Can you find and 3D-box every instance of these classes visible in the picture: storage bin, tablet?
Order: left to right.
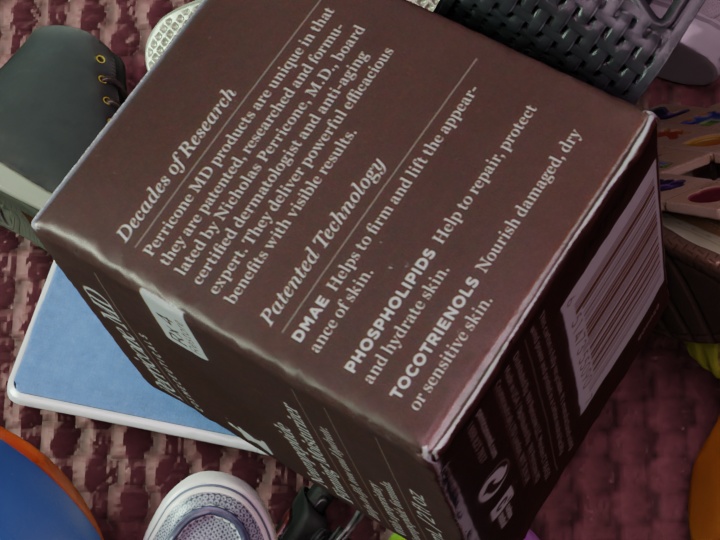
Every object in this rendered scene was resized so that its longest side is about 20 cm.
[{"bbox_3d":[-0.071,0.032,0.885,0.198,0.014,0.131,10,56,6],"label":"tablet"},{"bbox_3d":[0.104,-0.144,0.781,0.093,0.200,0.136,34,86,-1],"label":"storage bin"}]

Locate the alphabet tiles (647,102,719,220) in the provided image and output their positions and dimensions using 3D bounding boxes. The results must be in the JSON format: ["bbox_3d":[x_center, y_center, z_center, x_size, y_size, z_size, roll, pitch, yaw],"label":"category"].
[{"bbox_3d":[0.184,-0.066,0.839,0.199,0.167,0.008,-21,109,-31],"label":"alphabet tiles"}]

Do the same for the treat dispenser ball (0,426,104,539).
[{"bbox_3d":[-0.209,0.162,0.774,0.199,0.201,0.203,-1,74,3],"label":"treat dispenser ball"}]

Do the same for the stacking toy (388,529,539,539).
[{"bbox_3d":[0.046,0.149,0.831,0.109,0.116,0.201,25,63,4],"label":"stacking toy"}]

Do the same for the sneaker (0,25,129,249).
[{"bbox_3d":[-0.127,-0.057,0.883,0.199,0.075,0.106,29,69,19],"label":"sneaker"}]

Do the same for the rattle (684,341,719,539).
[{"bbox_3d":[0.259,0.055,0.859,0.199,0.130,0.144,-16,97,-35],"label":"rattle"}]

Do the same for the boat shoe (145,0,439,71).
[{"bbox_3d":[-0.015,-0.115,0.914,0.198,0.062,0.075,-5,89,3],"label":"boat shoe"}]

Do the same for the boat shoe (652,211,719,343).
[{"bbox_3d":[0.135,-0.023,0.834,0.076,0.072,0.199,-37,34,-24],"label":"boat shoe"}]

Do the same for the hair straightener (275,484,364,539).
[{"bbox_3d":[-0.040,0.174,0.835,0.041,0.077,0.200,48,71,-25],"label":"hair straightener"}]

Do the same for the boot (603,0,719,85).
[{"bbox_3d":[0.118,-0.178,0.925,0.199,0.074,0.096,22,76,-1],"label":"boot"}]

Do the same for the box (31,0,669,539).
[{"bbox_3d":[0.006,-0.002,0.727,0.199,0.166,0.165,28,72,24],"label":"box"}]

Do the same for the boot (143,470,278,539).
[{"bbox_3d":[-0.077,0.195,0.748,0.072,0.090,0.202,8,97,-1],"label":"boot"}]
